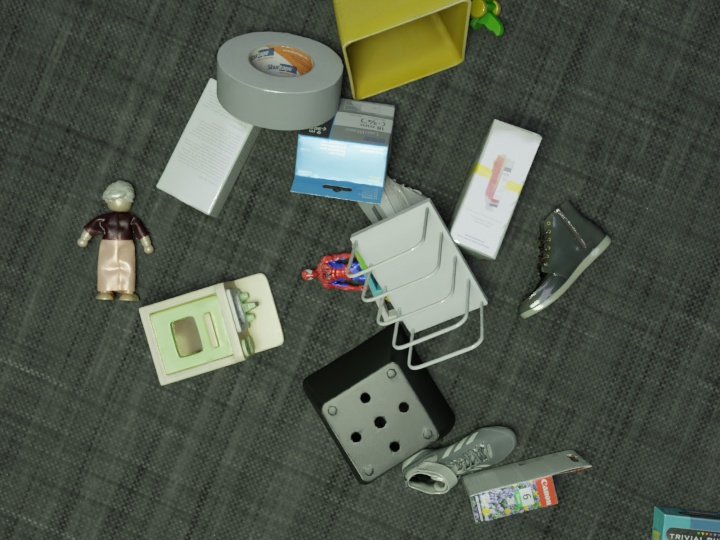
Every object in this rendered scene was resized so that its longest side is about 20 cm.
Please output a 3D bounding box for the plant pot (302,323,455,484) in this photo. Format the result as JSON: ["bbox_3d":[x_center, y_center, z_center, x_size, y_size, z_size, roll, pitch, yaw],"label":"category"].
[{"bbox_3d":[0.030,0.222,1.146,0.198,0.177,0.201,-31,89,0],"label":"plant pot"}]

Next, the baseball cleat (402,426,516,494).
[{"bbox_3d":[0.167,0.319,1.179,0.198,0.107,0.070,-20,103,6],"label":"baseball cleat"}]

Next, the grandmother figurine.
[{"bbox_3d":[-0.412,-0.052,1.215,0.120,0.060,0.202,4,87,-27],"label":"grandmother figurine"}]

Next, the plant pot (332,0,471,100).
[{"bbox_3d":[0.047,-0.419,1.146,0.198,0.200,0.178,-19,78,1],"label":"plant pot"}]

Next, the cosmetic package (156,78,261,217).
[{"bbox_3d":[-0.244,-0.201,1.201,0.101,0.071,0.201,27,90,1],"label":"cosmetic package"}]

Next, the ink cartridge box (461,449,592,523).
[{"bbox_3d":[0.271,0.350,1.175,0.198,0.109,0.051,-14,90,1],"label":"ink cartridge box"}]

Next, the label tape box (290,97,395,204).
[{"bbox_3d":[-0.023,-0.197,1.139,0.143,0.201,0.064,8,131,2],"label":"label tape box"}]

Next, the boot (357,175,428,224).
[{"bbox_3d":[0.057,-0.120,1.207,0.095,0.074,0.201,-18,75,-30],"label":"boot"}]

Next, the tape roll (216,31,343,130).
[{"bbox_3d":[-0.127,-0.303,1.139,0.198,0.201,0.067,12,133,1],"label":"tape roll"}]

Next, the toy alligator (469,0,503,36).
[{"bbox_3d":[0.180,-0.476,1.206,0.054,0.059,0.202,-24,90,41],"label":"toy alligator"}]

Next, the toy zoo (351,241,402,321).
[{"bbox_3d":[0.079,0.014,1.170,0.130,0.021,0.201,-17,126,11],"label":"toy zoo"}]

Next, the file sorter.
[{"bbox_3d":[0.085,0.028,1.071,0.138,0.125,0.201,-23,117,22],"label":"file sorter"}]

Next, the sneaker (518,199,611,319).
[{"bbox_3d":[0.311,-0.017,1.199,0.200,0.075,0.106,-44,85,-8],"label":"sneaker"}]

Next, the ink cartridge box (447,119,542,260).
[{"bbox_3d":[0.206,-0.124,1.159,0.083,0.145,0.202,22,90,3],"label":"ink cartridge box"}]

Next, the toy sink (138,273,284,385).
[{"bbox_3d":[-0.239,0.092,1.181,0.198,0.112,0.132,-16,90,1],"label":"toy sink"}]

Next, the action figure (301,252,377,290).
[{"bbox_3d":[0.000,0.000,1.209,0.198,0.052,0.066,-4,106,3],"label":"action figure"}]

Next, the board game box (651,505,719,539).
[{"bbox_3d":[0.563,0.507,1.202,0.149,0.047,0.202,5,90,1],"label":"board game box"}]
